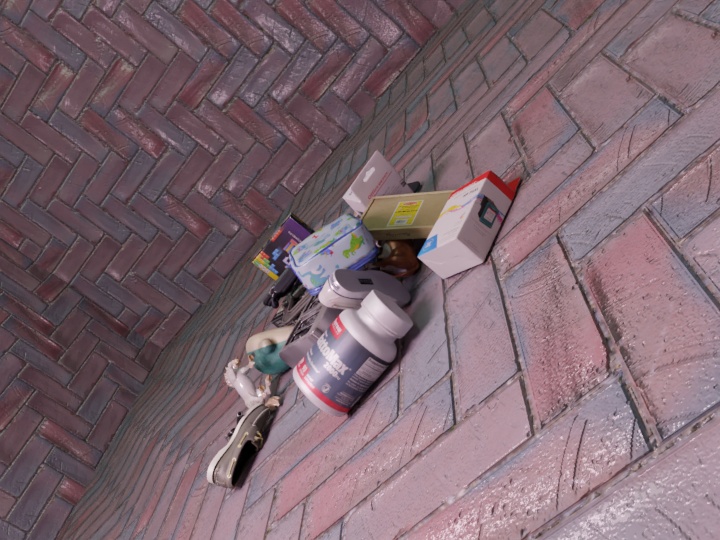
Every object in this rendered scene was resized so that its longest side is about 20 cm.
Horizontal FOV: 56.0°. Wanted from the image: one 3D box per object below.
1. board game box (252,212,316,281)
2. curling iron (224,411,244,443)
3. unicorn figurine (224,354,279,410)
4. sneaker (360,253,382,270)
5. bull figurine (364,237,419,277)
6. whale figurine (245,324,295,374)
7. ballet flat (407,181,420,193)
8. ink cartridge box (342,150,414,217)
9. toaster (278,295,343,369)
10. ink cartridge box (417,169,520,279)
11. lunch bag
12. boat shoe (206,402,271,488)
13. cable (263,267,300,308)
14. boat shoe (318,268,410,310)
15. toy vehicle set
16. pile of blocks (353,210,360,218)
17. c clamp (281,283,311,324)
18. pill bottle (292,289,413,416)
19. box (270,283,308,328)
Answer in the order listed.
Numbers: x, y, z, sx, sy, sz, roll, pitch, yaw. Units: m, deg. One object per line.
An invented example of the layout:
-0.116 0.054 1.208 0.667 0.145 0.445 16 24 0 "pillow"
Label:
-0.161 -0.028 1.814 0.165 0.200 0.057 -49 13 14 "board game box"
-0.272 0.348 1.507 0.049 0.026 0.200 -36 -12 -28 "curling iron"
-0.262 0.251 1.542 0.073 0.201 0.138 -10 -32 -34 "unicorn figurine"
0.000 0.000 1.522 0.075 0.079 0.200 -32 -11 -24 "sneaker"
0.064 -0.047 1.389 0.121 0.065 0.200 -12 29 3 "bull figurine"
-0.174 0.184 1.593 0.199 0.104 0.159 -18 -7 29 "whale figurine"
0.065 -0.163 1.711 0.200 0.073 0.073 -46 16 20 "ballet flat"
0.043 -0.166 1.513 0.067 0.200 0.116 20 70 49 "ink cartridge box"
-0.049 0.111 1.321 0.200 0.118 0.181 -32 26 52 "toaster"
0.191 -0.093 1.173 0.116 0.067 0.201 -28 28 56 "ink cartridge box"
-0.056 -0.032 1.278 0.160 0.083 0.200 -33 14 -3 "lunch bag"
-0.239 0.365 1.415 0.060 0.072 0.202 13 46 24 "boat shoe"
-0.156 0.010 1.621 0.200 0.051 0.163 -54 2 -11 "cable"
0.007 0.046 1.210 0.070 0.199 0.071 -46 58 29 "boat shoe"
0.095 -0.111 1.373 0.199 0.027 0.125 -1 39 29 "toy vehicle set"
-0.020 -0.102 1.577 0.062 0.082 0.200 28 73 41 "pile of blocks"
-0.130 0.042 1.565 0.200 0.027 0.171 -42 19 34 "c clamp"
-0.010 0.135 1.142 0.200 0.119 0.120 -50 15 8 "pill bottle"
-0.113 0.068 1.670 0.200 0.086 0.164 -29 27 54 "box"
